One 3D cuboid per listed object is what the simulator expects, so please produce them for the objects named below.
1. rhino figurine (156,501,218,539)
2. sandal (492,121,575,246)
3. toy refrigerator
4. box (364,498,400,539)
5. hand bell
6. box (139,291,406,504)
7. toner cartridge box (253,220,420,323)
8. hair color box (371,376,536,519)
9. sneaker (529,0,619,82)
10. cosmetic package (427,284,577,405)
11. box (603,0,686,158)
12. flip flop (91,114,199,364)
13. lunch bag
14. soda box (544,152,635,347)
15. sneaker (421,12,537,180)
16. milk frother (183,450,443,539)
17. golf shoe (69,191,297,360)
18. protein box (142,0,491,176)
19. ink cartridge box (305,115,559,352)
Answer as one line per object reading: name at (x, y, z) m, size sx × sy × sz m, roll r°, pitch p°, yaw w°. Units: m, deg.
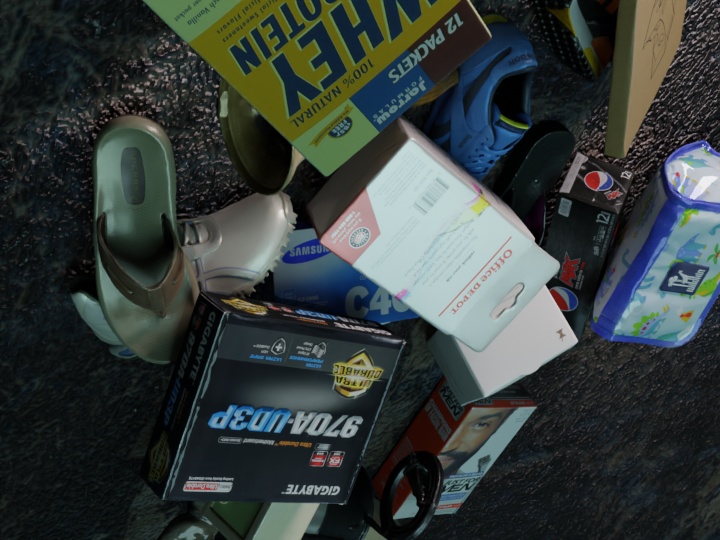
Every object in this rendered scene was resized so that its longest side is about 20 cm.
rhino figurine at (-0.152, 0.199, 1.106) m, size 0.086 × 0.059 × 0.203 m, roll 15°, pitch 89°, yaw -33°
sandal at (0.154, -0.051, 1.122) m, size 0.074 × 0.048 × 0.202 m, roll -6°, pitch 135°, yaw -32°
toy refrigerator at (-0.064, 0.160, 1.061) m, size 0.070 × 0.076 × 0.202 m, roll 25°, pitch 95°, yaw -48°
box at (-0.015, 0.321, 1.393) m, size 0.094 × 0.078 × 0.200 m, roll -36°, pitch 143°, yaw 5°
hand bell at (-0.002, -0.133, 0.897) m, size 0.198 × 0.104 × 0.105 m, roll -19°, pitch 143°, yaw -34°
box at (-0.069, 0.111, 0.947) m, size 0.198 × 0.046 × 0.161 m, roll 12°, pitch 102°, yaw -42°
toner cartridge box at (0.000, 0.000, 1.036) m, size 0.197 × 0.043 × 0.097 m, roll -8°, pitch 102°, yaw -30°
hair color box at (0.110, 0.210, 1.374) m, size 0.110 × 0.064 × 0.201 m, roll 3°, pitch 129°, yaw -37°
sneaker at (0.183, -0.244, 0.921) m, size 0.090 × 0.070 × 0.201 m, roll -42°, pitch 146°, yaw -6°
cosmetic package at (0.137, 0.073, 1.150) m, size 0.107 × 0.086 × 0.200 m, roll -28°, pitch 172°, yaw -7°
box at (0.244, -0.217, 0.949) m, size 0.164 × 0.021 × 0.201 m, roll -58°, pitch 156°, yaw -31°
flip flop at (-0.164, -0.016, 0.867) m, size 0.080 × 0.058 × 0.203 m, roll -5°, pitch 116°, yaw -9°
lunch bag at (0.320, -0.023, 1.165) m, size 0.199 × 0.127 × 0.172 m, roll -18°, pitch 138°, yaw -51°
soda box at (0.224, -0.019, 1.178) m, size 0.202 × 0.062 × 0.071 m, roll 95°, pitch 20°, yaw -47°
sneaker at (0.102, -0.118, 0.987) m, size 0.065 × 0.079 × 0.202 m, roll -12°, pitch 140°, yaw -27°
milk frother at (-0.043, 0.229, 1.189) m, size 0.201 × 0.181 × 0.187 m, roll -49°, pitch 142°, yaw 14°
golf shoe at (-0.145, -0.009, 0.932) m, size 0.199 × 0.079 × 0.097 m, roll -37°, pitch 137°, yaw 4°
protein box at (-0.057, -0.204, 0.668) m, size 0.134 × 0.200 × 0.200 m, roll -38°, pitch 144°, yaw 9°
ink cartridge box at (0.065, -0.029, 0.982) m, size 0.199 × 0.068 × 0.117 m, roll 36°, pitch 105°, yaw -29°
